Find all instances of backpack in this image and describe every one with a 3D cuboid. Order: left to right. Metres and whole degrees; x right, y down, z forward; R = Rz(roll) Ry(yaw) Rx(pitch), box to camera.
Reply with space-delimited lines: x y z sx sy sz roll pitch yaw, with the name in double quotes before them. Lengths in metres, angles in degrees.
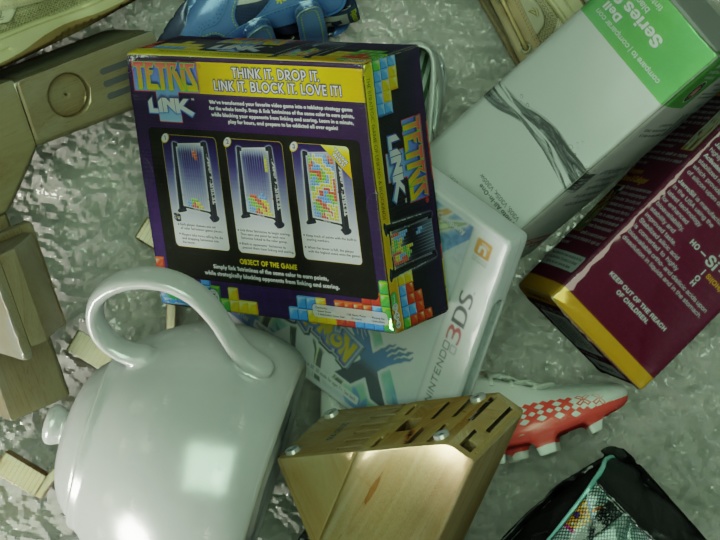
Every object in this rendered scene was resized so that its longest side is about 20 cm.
"backpack" 0.133 0.226 1.669 0.200 0.176 0.153 -41 82 2

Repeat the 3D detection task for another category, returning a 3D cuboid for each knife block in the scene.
"knife block" 0.031 0.171 1.670 0.200 0.064 0.176 -9 112 39

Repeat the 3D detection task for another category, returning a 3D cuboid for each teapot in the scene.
"teapot" -0.125 0.110 1.674 0.146 0.197 0.200 18 83 2

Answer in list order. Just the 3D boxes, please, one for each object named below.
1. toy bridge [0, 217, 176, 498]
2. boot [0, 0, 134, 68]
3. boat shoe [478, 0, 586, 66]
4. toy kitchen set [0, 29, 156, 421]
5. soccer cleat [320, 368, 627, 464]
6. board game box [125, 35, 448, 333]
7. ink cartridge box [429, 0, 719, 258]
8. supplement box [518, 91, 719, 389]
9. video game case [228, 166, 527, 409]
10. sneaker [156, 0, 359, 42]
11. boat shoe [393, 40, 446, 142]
"toy bridge" -0.158 0.062 1.760 0.067 0.027 0.200 31 86 1
"boot" -0.217 -0.221 1.720 0.200 0.073 0.156 -31 99 -28
"boat shoe" 0.072 -0.213 1.756 0.065 0.071 0.200 -38 88 -1
"toy kitchen set" -0.177 -0.028 1.697 0.180 0.163 0.200 -23 105 -24
"soccer cleat" 0.070 0.087 1.734 0.200 0.069 0.085 -14 85 7
"board game box" -0.046 -0.055 1.644 0.200 0.057 0.166 7 109 41
"ink cartridge box" 0.135 -0.097 1.684 0.200 0.146 0.084 -41 83 14
"supplement box" 0.206 -0.028 1.713 0.200 0.110 0.086 -45 99 -3
"video game case" 0.000 0.000 1.678 0.200 0.022 0.182 37 128 27
"sneaker" -0.050 -0.177 1.756 0.200 0.074 0.082 -39 88 -1
"boat shoe" 0.009 -0.055 1.747 0.073 0.067 0.200 9 86 2
